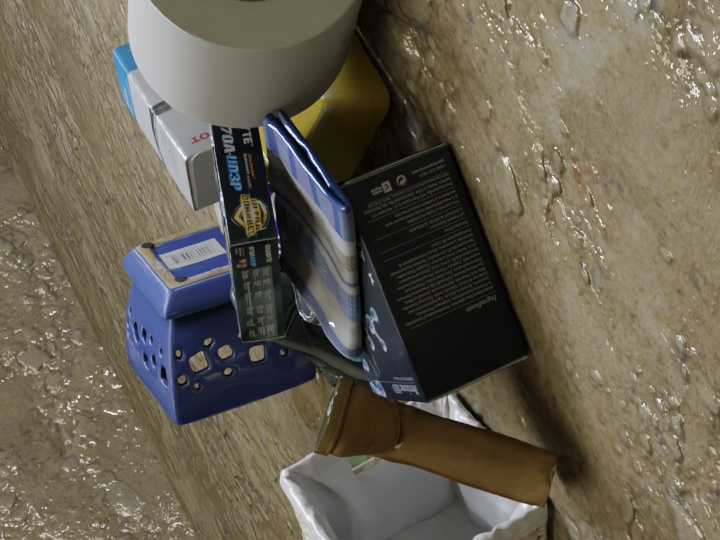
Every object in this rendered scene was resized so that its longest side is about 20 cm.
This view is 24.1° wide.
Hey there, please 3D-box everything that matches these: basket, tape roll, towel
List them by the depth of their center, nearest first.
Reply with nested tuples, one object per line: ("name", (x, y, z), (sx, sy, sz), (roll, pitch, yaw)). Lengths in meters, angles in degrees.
("tape roll", (-0.101, -0.243, 1.454), (0.203, 0.202, 0.139), (62, 162, 16))
("towel", (-0.041, -0.028, 1.485), (0.147, 0.024, 0.201), (54, 159, 37))
("basket", (0.059, 0.259, 1.625), (0.200, 0.197, 0.161), (48, 159, 46))

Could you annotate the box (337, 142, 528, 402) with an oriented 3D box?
("box", (0.044, 0.005, 1.489), (0.201, 0.107, 0.148), (68, 163, -3))

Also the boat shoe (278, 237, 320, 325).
("boat shoe", (-0.054, -0.042, 1.707), (0.075, 0.062, 0.201), (11, 103, 41))

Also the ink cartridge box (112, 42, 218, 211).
("ink cartridge box", (-0.159, -0.177, 1.814), (0.200, 0.144, 0.084), (54, 159, 37))

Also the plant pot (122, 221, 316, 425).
("plant pot", (-0.189, 0.052, 2.132), (0.200, 0.199, 0.181), (-136, 34, -54))

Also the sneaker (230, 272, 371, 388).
("sneaker", (-0.052, 0.070, 1.822), (0.198, 0.077, 0.114), (25, 160, 6))

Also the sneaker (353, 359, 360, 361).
("sneaker", (0.000, 0.000, 1.666), (0.077, 0.079, 0.201), (29, 138, 62))

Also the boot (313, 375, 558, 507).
("boot", (0.068, 0.148, 1.422), (0.175, 0.199, 0.067), (-22, -50, -83))

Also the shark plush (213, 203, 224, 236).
("shark plush", (-0.153, -0.130, 1.891), (0.084, 0.090, 0.201), (87, 168, -45))

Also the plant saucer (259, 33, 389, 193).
("plant saucer", (-0.067, -0.169, 1.600), (0.201, 0.048, 0.200), (60, 144, 24))

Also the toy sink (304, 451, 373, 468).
("toy sink", (0.021, 0.240, 1.844), (0.200, 0.111, 0.131), (134, 112, -80))

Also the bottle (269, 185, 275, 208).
("bottle", (-0.096, -0.056, 1.899), (0.083, 0.065, 0.200), (41, 164, -5))

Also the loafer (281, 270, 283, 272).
("loafer", (-0.062, -0.004, 1.849), (0.200, 0.062, 0.072), (122, 158, -66))

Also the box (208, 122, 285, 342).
("box", (-0.105, -0.048, 1.552), (0.200, 0.046, 0.160), (90, 170, -62))
